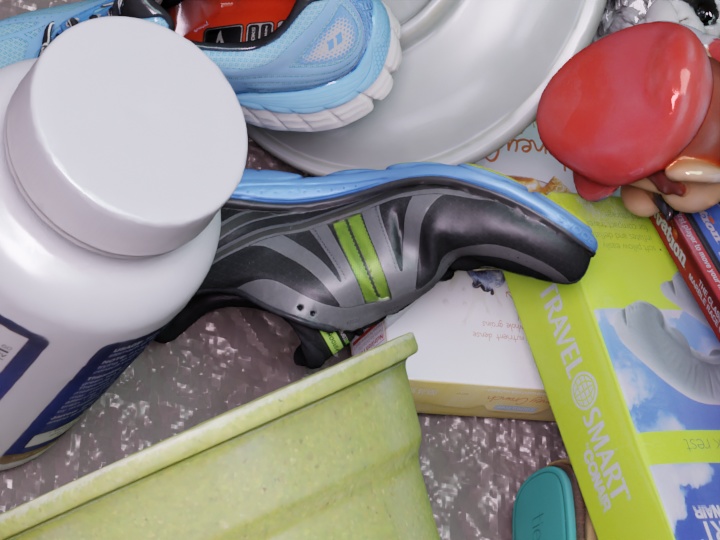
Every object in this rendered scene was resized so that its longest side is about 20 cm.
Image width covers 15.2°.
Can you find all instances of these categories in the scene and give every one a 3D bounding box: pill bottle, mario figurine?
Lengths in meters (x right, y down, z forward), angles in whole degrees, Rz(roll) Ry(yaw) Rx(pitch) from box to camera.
[{"bbox_3d":[-0.119,-0.010,1.006,0.110,0.200,0.111,13,59,-23],"label":"pill bottle"},{"bbox_3d":[0.166,-0.040,1.131,0.199,0.123,0.107,14,100,-12],"label":"mario figurine"}]

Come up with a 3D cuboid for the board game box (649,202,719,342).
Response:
[{"bbox_3d":[0.193,0.009,1.138,0.102,0.019,0.200,-9,50,-21],"label":"board game box"}]

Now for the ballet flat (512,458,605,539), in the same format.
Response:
[{"bbox_3d":[0.094,0.173,1.115,0.063,0.069,0.201,28,54,-31],"label":"ballet flat"}]

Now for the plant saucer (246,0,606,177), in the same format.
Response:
[{"bbox_3d":[0.008,-0.138,1.158,0.050,0.199,0.201,27,42,-64],"label":"plant saucer"}]

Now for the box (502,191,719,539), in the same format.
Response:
[{"bbox_3d":[0.141,0.065,1.153,0.122,0.048,0.201,2,59,-38],"label":"box"}]

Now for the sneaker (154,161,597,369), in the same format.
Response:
[{"bbox_3d":[0.000,0.000,1.118,0.198,0.071,0.083,-3,77,8],"label":"sneaker"}]

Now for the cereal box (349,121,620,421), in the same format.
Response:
[{"bbox_3d":[0.054,-0.031,1.215,0.143,0.040,0.201,4,62,-30],"label":"cereal box"}]

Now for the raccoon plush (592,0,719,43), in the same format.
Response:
[{"bbox_3d":[0.100,-0.162,1.245,0.134,0.097,0.201,11,44,-34],"label":"raccoon plush"}]

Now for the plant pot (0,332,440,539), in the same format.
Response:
[{"bbox_3d":[-0.036,0.146,0.993,0.200,0.200,0.185,-22,89,-36],"label":"plant pot"}]

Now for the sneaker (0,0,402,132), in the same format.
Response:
[{"bbox_3d":[-0.088,-0.099,1.100,0.199,0.090,0.079,-10,62,13],"label":"sneaker"}]
